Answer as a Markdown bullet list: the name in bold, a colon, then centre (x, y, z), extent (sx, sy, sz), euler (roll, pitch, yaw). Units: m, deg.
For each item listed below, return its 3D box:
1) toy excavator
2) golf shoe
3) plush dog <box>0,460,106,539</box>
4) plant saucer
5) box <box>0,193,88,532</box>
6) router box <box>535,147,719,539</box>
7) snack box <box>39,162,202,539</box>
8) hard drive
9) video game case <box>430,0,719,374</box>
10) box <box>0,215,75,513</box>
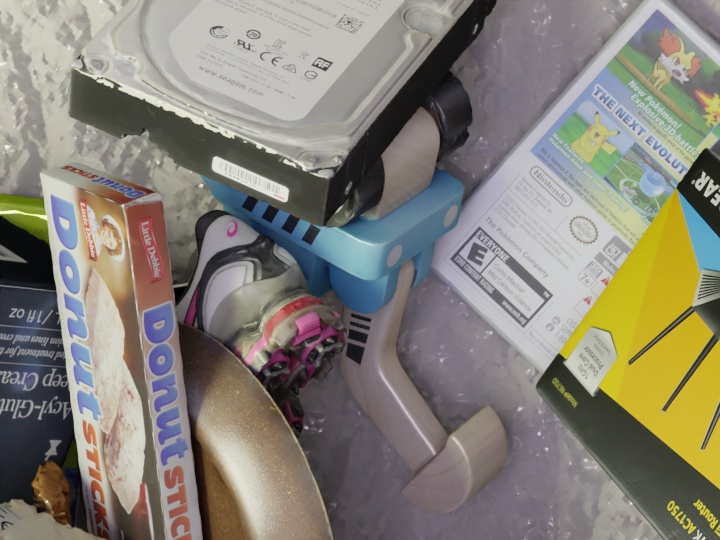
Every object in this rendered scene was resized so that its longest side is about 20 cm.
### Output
- **toy excavator**: centre (0.000, 0.000, 1.390), extent (0.194, 0.100, 0.201), euler (30, 131, 24)
- **golf shoe**: centre (-0.070, 0.050, 1.394), extent (0.092, 0.072, 0.200), euler (53, 142, 20)
- **plush dog**: centre (-0.176, 0.198, 1.317), extent (0.199, 0.161, 0.172), euler (20, 117, -25)
- **plant saucer**: centre (-0.083, 0.124, 1.358), extent (0.200, 0.032, 0.201), euler (29, 128, 45)
- **box**: centre (-0.192, 0.061, 1.455), extent (0.121, 0.048, 0.201), euler (8, 98, 11)
- **router box**: centre (0.181, 0.054, 1.299), extent (0.051, 0.200, 0.150), euler (26, 104, -35)
- **snack box**: centre (-0.110, 0.053, 1.311), extent (0.072, 0.024, 0.201), euler (21, 123, 49)
- **hard drive**: centre (-0.030, -0.115, 1.327), extent (0.139, 0.200, 0.038), euler (25, 135, 15)
- **video game case**: centre (0.160, -0.007, 1.398), extent (0.200, 0.022, 0.182), euler (43, 102, 3)
- **box**: centre (-0.229, 0.076, 1.348), extent (0.107, 0.148, 0.201), euler (30, 105, 37)
